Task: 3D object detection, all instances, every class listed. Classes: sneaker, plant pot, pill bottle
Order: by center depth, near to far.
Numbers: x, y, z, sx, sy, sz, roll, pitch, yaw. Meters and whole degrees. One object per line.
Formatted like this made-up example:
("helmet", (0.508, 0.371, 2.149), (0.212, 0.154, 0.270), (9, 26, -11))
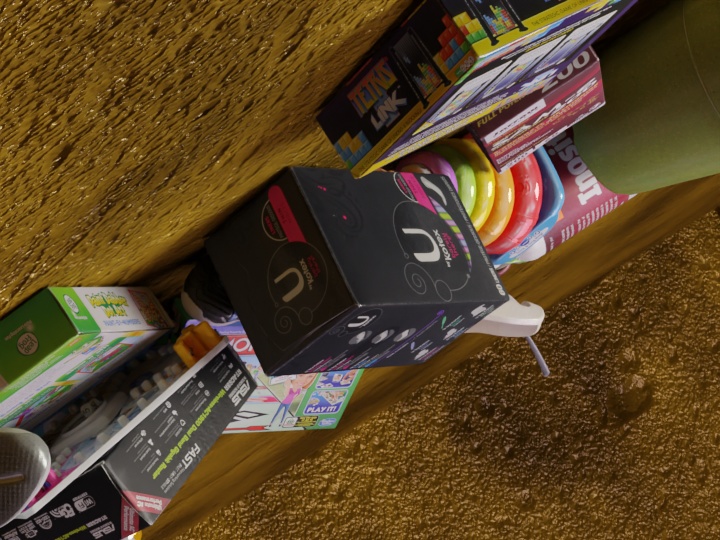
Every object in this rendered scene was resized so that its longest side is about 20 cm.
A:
("sneaker", (-0.282, 0.154, 1.436), (0.200, 0.070, 0.080), (-31, -177, 30))
("sneaker", (-0.079, 0.016, 1.642), (0.077, 0.076, 0.200), (-43, 167, 29))
("plant pot", (0.283, -0.152, 1.790), (0.190, 0.200, 0.200), (-25, 178, 33))
("pill bottle", (0.171, -0.081, 1.936), (0.200, 0.113, 0.113), (-33, 172, -7))

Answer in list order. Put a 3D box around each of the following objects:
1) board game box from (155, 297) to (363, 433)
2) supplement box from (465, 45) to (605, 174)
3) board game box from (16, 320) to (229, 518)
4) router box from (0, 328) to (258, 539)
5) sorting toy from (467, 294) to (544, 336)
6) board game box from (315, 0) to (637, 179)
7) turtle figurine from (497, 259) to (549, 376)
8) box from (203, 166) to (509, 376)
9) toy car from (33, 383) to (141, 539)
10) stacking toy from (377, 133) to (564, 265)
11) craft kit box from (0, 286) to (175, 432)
("board game box", (-0.086, 0.080, 1.760), (0.200, 0.029, 0.135), (0, 132, -34))
("supplement box", (0.129, -0.139, 1.615), (0.109, 0.061, 0.200), (-34, 171, 4))
("board game box", (-0.210, 0.111, 1.578), (0.200, 0.026, 0.200), (-41, -168, -22))
("router box", (-0.185, 0.143, 1.602), (0.150, 0.062, 0.200), (-28, -165, 35))
("sorting toy", (0.085, 0.035, 1.991), (0.200, 0.180, 0.107), (72, 29, -83))
("board game box", (0.088, -0.152, 1.389), (0.200, 0.057, 0.165), (-28, 172, -39))
("turtle figurine", (0.147, -0.017, 2.140), (0.194, 0.200, 0.144), (119, -7, -64))
("box", (0.000, 0.000, 1.578), (0.106, 0.122, 0.200), (-38, 159, 31))
("toy car", (-0.233, 0.219, 1.791), (0.177, 0.200, 0.184), (-34, 172, 4))
("stacking toy", (0.065, -0.067, 1.729), (0.200, 0.110, 0.116), (-1, 148, -49))
("craft kit box", (-0.250, 0.083, 1.485), (0.200, 0.049, 0.198), (-35, 174, 11))
